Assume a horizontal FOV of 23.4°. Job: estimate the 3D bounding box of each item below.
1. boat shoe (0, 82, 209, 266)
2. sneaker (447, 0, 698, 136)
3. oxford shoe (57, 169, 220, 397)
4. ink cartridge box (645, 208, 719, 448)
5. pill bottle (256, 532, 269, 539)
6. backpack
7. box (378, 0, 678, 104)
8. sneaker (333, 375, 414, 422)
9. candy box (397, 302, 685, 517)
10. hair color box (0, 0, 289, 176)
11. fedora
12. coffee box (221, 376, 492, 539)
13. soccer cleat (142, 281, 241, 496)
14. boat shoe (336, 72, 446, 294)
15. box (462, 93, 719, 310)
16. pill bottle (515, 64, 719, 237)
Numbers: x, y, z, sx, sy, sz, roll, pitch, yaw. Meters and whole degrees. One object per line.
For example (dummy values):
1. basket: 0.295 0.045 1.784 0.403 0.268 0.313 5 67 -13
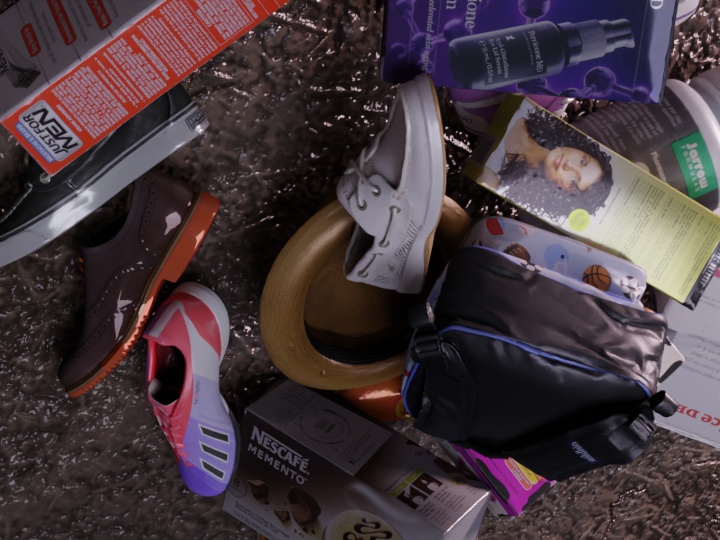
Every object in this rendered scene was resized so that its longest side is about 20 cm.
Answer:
1. boat shoe: -0.200 -0.073 1.221 0.199 0.071 0.064 -34 99 15
2. sneaker: 0.162 -0.162 1.321 0.199 0.073 0.115 -16 135 0
3. oxford shoe: -0.183 0.008 1.298 0.072 0.071 0.200 31 111 -12
4. ink cartridge box: 0.325 0.046 1.511 0.146 0.083 0.201 20 119 -3
5. pill bottle: -0.008 0.277 1.486 0.113 0.200 0.115 -13 130 -16
6. backpack: 0.118 0.062 1.285 0.199 0.155 0.191 23 146 -4
7. box: 0.116 -0.206 1.180 0.198 0.105 0.149 4 119 2
8. sneaker: 0.069 0.093 1.465 0.199 0.077 0.073 -19 133 -9
9. candy box: 0.149 0.086 1.424 0.200 0.061 0.137 -39 94 -17
10. hair color box: -0.151 -0.165 1.136 0.199 0.111 0.064 -35 132 4
11. fedora: 0.000 0.000 1.356 0.199 0.082 0.202 -14 132 -16
12. coffee box: -0.006 0.185 1.413 0.080 0.199 0.114 -34 147 -49
13. soccer cleat: -0.139 0.106 1.366 0.073 0.068 0.201 -43 143 -45
14. boat shoe: 0.018 -0.053 1.204 0.069 0.071 0.201 -1 139 -6
15. box: 0.179 -0.051 1.290 0.199 0.050 0.076 28 94 -15
16. pill bottle: 0.224 -0.083 1.377 0.199 0.113 0.113 -26 132 -5
